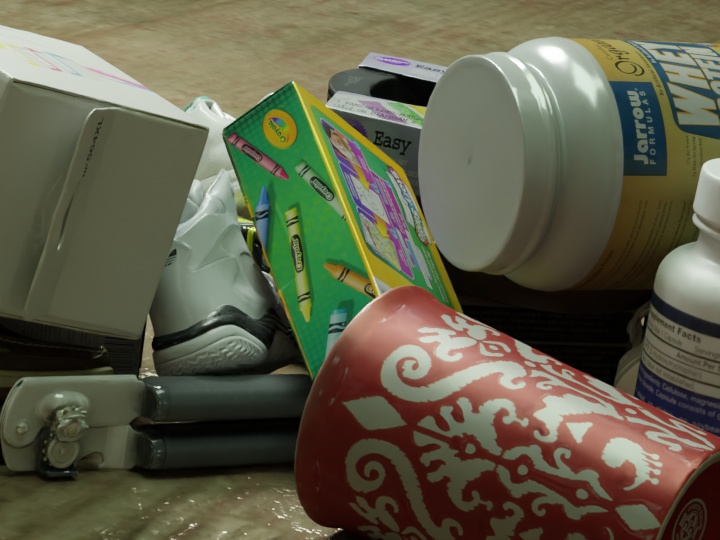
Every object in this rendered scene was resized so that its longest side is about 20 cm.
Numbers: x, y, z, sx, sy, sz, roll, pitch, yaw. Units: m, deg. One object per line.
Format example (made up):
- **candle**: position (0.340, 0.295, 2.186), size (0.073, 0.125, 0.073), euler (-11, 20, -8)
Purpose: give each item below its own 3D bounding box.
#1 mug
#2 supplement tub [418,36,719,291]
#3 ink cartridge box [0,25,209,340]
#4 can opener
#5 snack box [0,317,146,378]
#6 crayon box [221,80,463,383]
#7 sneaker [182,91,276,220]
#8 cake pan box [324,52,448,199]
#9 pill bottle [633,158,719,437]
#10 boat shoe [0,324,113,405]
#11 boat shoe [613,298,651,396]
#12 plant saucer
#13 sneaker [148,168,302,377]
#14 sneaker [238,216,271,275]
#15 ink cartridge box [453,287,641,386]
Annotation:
- **mug**: position (0.097, 0.099, 1.512), size (0.200, 0.134, 0.177), euler (22, 21, 30)
- **supplement tub**: position (0.149, -0.060, 1.703), size (0.200, 0.145, 0.145), euler (-1, 18, -28)
- **ink cartridge box**: position (-0.183, -0.051, 1.615), size (0.125, 0.129, 0.200), euler (12, 13, -33)
- **can opener**: position (-0.111, 0.078, 1.608), size (0.200, 0.053, 0.066), euler (0, 16, -29)
- **snack box**: position (-0.236, 0.014, 1.744), size (0.200, 0.068, 0.169), euler (3, 15, -14)
- **crayon box**: position (0.000, 0.000, 1.689), size (0.119, 0.058, 0.200), euler (37, 24, -47)
- **sneaker**: position (-0.119, -0.072, 1.990), size (0.200, 0.089, 0.075), euler (-10, -16, 36)
- **cake pan box**: position (0.075, -0.083, 1.892), size (0.200, 0.052, 0.184), euler (13, 15, 8)
- **pill bottle**: position (0.214, 0.046, 1.628), size (0.119, 0.200, 0.120), euler (9, 15, -2)
- **boat shoe**: position (-0.232, 0.035, 1.622), size (0.202, 0.075, 0.075), euler (3, -5, -22)
- **boat shoe**: position (0.192, 0.048, 1.779), size (0.069, 0.072, 0.200), euler (57, 26, 15)
- **plant saucer**: position (0.105, -0.014, 1.827), size (0.200, 0.035, 0.200), euler (10, 17, -3)
- **sneaker**: position (-0.077, 0.005, 1.711), size (0.075, 0.115, 0.200), euler (-18, -5, 15)
- **sneaker**: position (-0.062, -0.001, 1.888), size (0.076, 0.076, 0.200), euler (-5, 22, -41)
- **ink cartridge box**: position (0.063, 0.018, 1.887), size (0.164, 0.075, 0.200), euler (3, 17, -23)
